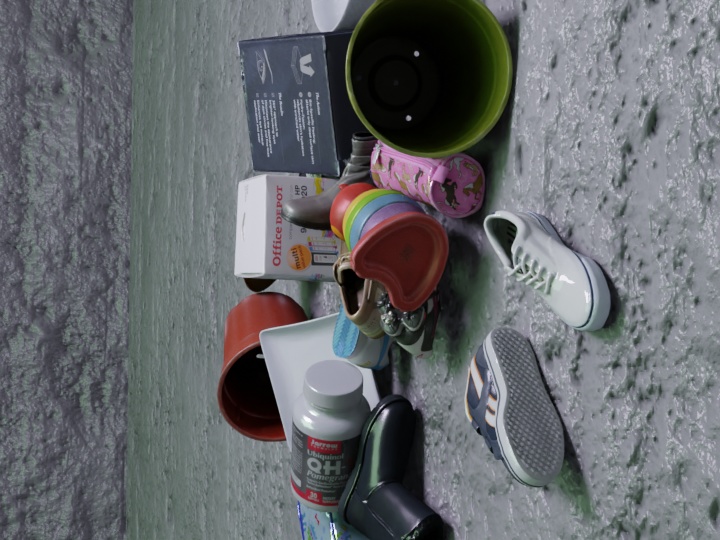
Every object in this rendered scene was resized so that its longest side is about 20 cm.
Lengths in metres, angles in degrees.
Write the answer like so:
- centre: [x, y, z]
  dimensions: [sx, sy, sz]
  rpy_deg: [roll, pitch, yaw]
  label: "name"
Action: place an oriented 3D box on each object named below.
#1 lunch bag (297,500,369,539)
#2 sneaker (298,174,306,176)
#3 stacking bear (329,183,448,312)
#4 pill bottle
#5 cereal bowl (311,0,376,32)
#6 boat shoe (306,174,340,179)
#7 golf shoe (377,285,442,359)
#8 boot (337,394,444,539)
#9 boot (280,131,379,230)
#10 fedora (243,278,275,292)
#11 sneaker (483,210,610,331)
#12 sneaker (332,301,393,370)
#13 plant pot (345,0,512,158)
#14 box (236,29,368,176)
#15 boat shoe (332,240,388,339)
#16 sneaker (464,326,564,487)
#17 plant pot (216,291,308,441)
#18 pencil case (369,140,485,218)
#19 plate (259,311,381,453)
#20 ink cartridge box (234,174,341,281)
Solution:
- centre: [-0.037, 0.396, 1.606]
  dimensions: [0.161, 0.082, 0.201]
  rpy_deg: [118, 147, -51]
  label: "lunch bag"
- centre: [-0.083, -0.131, 1.756]
  dimensions: [0.076, 0.090, 0.201]
  rpy_deg: [128, 140, -57]
  label: "sneaker"
- centre: [0.022, -0.052, 1.348]
  dimensions: [0.114, 0.121, 0.200]
  rpy_deg: [-48, 31, 2]
  label: "stacking bear"
- centre: [-0.041, 0.229, 1.487]
  dimensions: [0.111, 0.110, 0.201]
  rpy_deg: [-123, 30, -54]
  label: "pill bottle"
- centre: [-0.005, -0.454, 1.612]
  dimensions: [0.200, 0.083, 0.202]
  rpy_deg: [-177, 90, -66]
  label: "cereal bowl"
- centre: [-0.043, -0.211, 1.701]
  dimensions: [0.070, 0.070, 0.201]
  rpy_deg: [156, 121, -68]
  label: "boat shoe"
- centre: [0.069, 0.021, 1.390]
  dimensions: [0.077, 0.088, 0.201]
  rpy_deg: [-11, 46, 26]
  label: "golf shoe"
- centre: [0.058, 0.286, 1.400]
  dimensions: [0.168, 0.076, 0.201]
  rpy_deg: [32, 103, 51]
  label: "boot"
- centre: [-0.015, -0.130, 1.460]
  dimensions: [0.068, 0.199, 0.131]
  rpy_deg: [42, 131, 49]
  label: "boot"
- centre: [-0.128, -0.051, 1.807]
  dimensions: [0.081, 0.200, 0.202]
  rpy_deg: [15, 105, 22]
  label: "fedora"
- centre: [0.189, 0.000, 1.118]
  dimensions: [0.200, 0.070, 0.073]
  rpy_deg: [-125, 43, -55]
  label: "sneaker"
- centre: [0.025, 0.041, 1.497]
  dimensions: [0.076, 0.081, 0.201]
  rpy_deg: [1, 67, 52]
  label: "sneaker"
- centre: [0.064, -0.240, 1.323]
  dimensions: [0.193, 0.199, 0.202]
  rpy_deg: [-153, 67, -79]
  label: "plant pot"
- centre: [-0.068, -0.249, 1.574]
  dimensions: [0.199, 0.117, 0.198]
  rpy_deg: [9, 110, 45]
  label: "box"
- centre: [0.000, 0.000, 1.432]
  dimensions: [0.071, 0.064, 0.201]
  rpy_deg: [-41, 39, 23]
  label: "boat shoe"
- centre: [0.164, 0.161, 1.155]
  dimensions: [0.201, 0.078, 0.080]
  rpy_deg: [-95, 26, -45]
  label: "sneaker"
- centre: [-0.147, 0.145, 1.771]
  dimensions: [0.196, 0.199, 0.202]
  rpy_deg: [-113, 33, -59]
  label: "plant pot"
- centre: [0.083, -0.123, 1.361]
  dimensions: [0.200, 0.086, 0.083]
  rpy_deg: [-149, 53, -61]
  label: "pencil case"
- centre: [-0.049, 0.168, 1.584]
  dimensions: [0.199, 0.032, 0.201]
  rpy_deg: [-14, 92, 37]
  label: "plate"
- centre: [-0.073, -0.059, 1.581]
  dimensions: [0.145, 0.199, 0.148]
  rpy_deg: [176, 96, -67]
  label: "ink cartridge box"
